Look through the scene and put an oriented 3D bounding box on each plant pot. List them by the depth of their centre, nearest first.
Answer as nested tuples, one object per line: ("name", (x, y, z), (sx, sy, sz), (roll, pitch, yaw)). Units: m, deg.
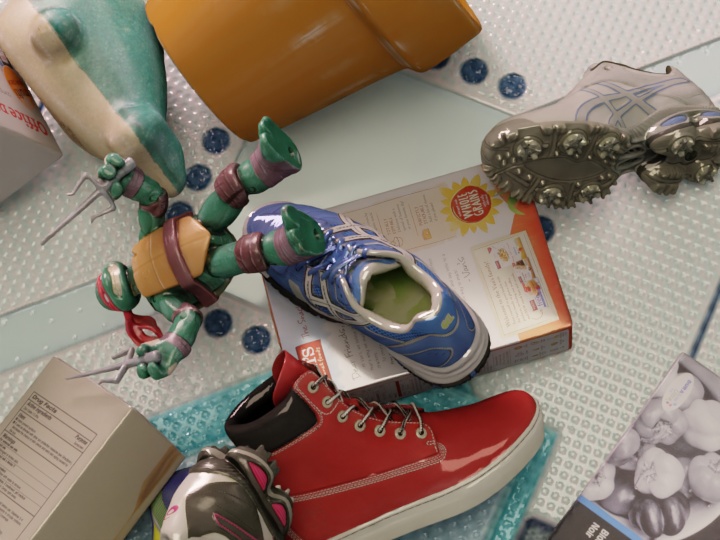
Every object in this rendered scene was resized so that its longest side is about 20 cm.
("plant pot", (-0.044, -0.194, 1.444), (0.183, 0.200, 0.201), (-37, 72, 8))

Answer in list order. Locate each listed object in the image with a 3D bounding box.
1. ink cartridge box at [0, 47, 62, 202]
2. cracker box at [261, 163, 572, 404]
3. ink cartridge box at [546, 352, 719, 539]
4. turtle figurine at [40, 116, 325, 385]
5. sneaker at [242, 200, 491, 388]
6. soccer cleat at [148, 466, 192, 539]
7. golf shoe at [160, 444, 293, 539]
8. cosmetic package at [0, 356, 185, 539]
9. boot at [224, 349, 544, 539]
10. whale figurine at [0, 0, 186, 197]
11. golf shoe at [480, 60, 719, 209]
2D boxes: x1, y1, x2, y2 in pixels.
("ink cartridge box", (-0.336, -0.134, 1.445), (0.144, 0.147, 0.201), (-33, 73, 12))
("cracker box", (0.036, 0.014, 1.428), (0.198, 0.058, 0.135), (-15, 70, -1))
("ink cartridge box", (0.238, 0.191, 1.361), (0.199, 0.043, 0.199), (35, 78, 13))
("turtle figurine", (-0.123, -0.012, 1.359), (0.199, 0.101, 0.151), (-27, 84, 20))
("sneaker", (0.000, 0.000, 1.356), (0.199, 0.077, 0.076), (28, 75, 28))
("soccer cleat", (-0.103, 0.233, 1.377), (0.083, 0.064, 0.202), (-18, 73, 30))
("golf shoe", (-0.059, 0.209, 1.324), (0.201, 0.077, 0.088), (55, 49, -17))
("cosmetic package", (-0.222, 0.169, 1.374), (0.105, 0.071, 0.200), (28, 75, 45))
("boot", (0.016, 0.098, 1.358), (0.199, 0.072, 0.145), (-26, 113, -3))
("whale figurine", (-0.172, -0.136, 1.440), (0.104, 0.159, 0.200), (-40, 47, -6))
("golf shoe", (0.162, -0.102, 1.430), (0.198, 0.079, 0.098), (-4, 50, -28))
